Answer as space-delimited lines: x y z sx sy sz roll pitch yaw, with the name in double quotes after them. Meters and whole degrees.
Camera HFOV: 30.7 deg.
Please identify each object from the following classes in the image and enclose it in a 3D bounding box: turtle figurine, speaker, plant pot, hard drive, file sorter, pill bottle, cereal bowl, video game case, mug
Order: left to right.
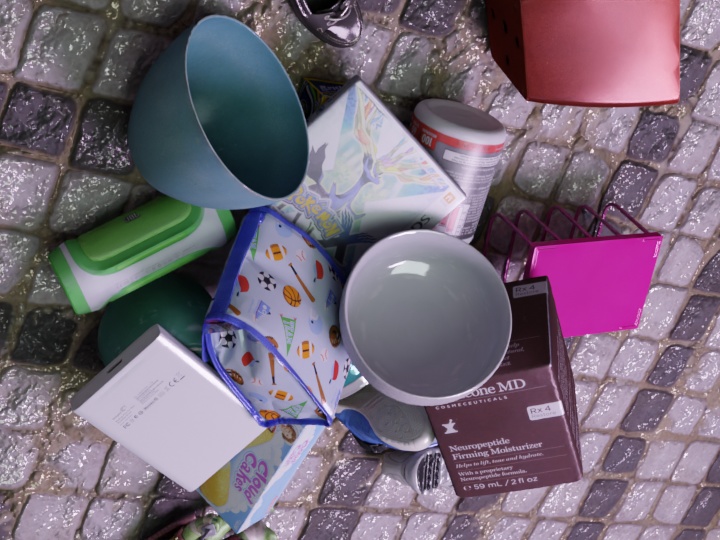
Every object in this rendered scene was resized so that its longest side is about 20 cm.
-0.240 -0.028 1.452 0.199 0.088 0.089 -28 128 -13 "speaker"
-0.209 0.158 1.472 0.132 0.026 0.200 -40 130 7 "hard drive"
-0.217 0.111 1.531 0.151 0.114 0.187 -21 126 -17 "mug"
-0.166 -0.148 1.377 0.134 0.202 0.200 -20 137 29 "plant pot"
-0.175 0.373 1.679 0.193 0.199 0.145 -33 100 -37 "turtle figurine"
-0.007 -0.091 1.487 0.182 0.022 0.200 -41 117 10 "video game case"
0.068 0.060 1.484 0.198 0.202 0.083 -19 163 -18 "cereal bowl"
0.095 -0.095 1.584 0.115 0.116 0.202 2 116 -30 "pill bottle"
0.269 -0.005 1.730 0.198 0.126 0.140 -5 121 -26 "file sorter"
0.245 -0.301 1.507 0.174 0.200 0.202 -14 125 -8 "plant pot"

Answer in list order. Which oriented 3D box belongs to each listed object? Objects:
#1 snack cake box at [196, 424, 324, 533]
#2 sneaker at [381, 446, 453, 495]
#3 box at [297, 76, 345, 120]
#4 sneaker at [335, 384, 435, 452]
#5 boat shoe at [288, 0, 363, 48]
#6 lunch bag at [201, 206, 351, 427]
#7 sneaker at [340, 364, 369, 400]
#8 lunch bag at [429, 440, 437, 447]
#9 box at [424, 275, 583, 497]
-0.129 0.209 1.603 0.067 0.115 0.201 -22 149 -53 "snack cake box"
0.105 0.274 1.848 0.199 0.080 0.076 14 82 -54 "sneaker"
-0.052 -0.116 1.521 0.069 0.064 0.202 3 116 -29 "box"
0.037 0.193 1.679 0.077 0.199 0.111 -59 137 -15 "sneaker"
-0.050 -0.309 1.410 0.067 0.057 0.200 -39 130 -3 "boat shoe"
-0.097 0.052 1.467 0.123 0.171 0.201 -7 137 28 "lunch bag"
-0.089 0.128 1.638 0.199 0.084 0.121 -31 116 10 "sneaker"
0.114 0.137 1.764 0.159 0.076 0.202 -13 125 -20 "lunch bag"
0.173 0.144 1.608 0.164 0.165 0.201 -11 127 14 "box"
